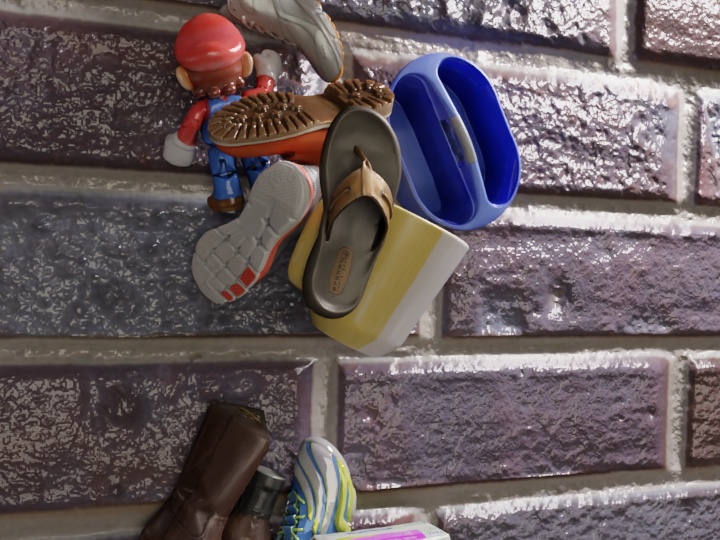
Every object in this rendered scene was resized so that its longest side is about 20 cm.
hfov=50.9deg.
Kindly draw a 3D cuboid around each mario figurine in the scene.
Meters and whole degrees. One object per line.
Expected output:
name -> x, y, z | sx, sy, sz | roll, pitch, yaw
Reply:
mario figurine -> -0.145, -0.171, 0.810 | 0.123, 0.106, 0.201 | -31, 116, -51

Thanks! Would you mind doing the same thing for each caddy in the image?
caddy -> 0.099, -0.143, 0.860 | 0.141, 0.105, 0.201 | -27, 100, -15

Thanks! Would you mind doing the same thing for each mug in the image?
mug -> 0.002, 0.001, 0.820 | 0.186, 0.149, 0.154 | 26, 92, -19

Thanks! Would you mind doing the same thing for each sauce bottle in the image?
sauce bottle -> -0.136, 0.313, 0.820 | 0.065, 0.065, 0.201 | 25, 83, -17

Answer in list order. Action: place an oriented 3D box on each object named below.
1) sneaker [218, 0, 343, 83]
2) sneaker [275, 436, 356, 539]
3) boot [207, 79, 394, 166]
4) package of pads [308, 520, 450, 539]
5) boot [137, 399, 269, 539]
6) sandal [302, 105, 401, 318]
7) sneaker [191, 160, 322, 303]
sneaker -> -0.099, -0.277, 0.817 | 0.092, 0.076, 0.200 | -37, 95, -6
sneaker -> -0.057, 0.288, 0.817 | 0.105, 0.076, 0.201 | -13, 99, -58
boot -> -0.060, -0.127, 0.777 | 0.199, 0.075, 0.107 | -13, 136, -28
package of pads -> 0.012, 0.374, 0.788 | 0.154, 0.068, 0.201 | 5, 88, -32
boot -> -0.132, 0.246, 0.772 | 0.200, 0.186, 0.064 | -59, 148, -8
sandal -> -0.007, -0.052, 0.701 | 0.081, 0.055, 0.201 | 15, 90, -17
sneaker -> -0.097, -0.036, 0.787 | 0.077, 0.200, 0.082 | 55, 33, 8
